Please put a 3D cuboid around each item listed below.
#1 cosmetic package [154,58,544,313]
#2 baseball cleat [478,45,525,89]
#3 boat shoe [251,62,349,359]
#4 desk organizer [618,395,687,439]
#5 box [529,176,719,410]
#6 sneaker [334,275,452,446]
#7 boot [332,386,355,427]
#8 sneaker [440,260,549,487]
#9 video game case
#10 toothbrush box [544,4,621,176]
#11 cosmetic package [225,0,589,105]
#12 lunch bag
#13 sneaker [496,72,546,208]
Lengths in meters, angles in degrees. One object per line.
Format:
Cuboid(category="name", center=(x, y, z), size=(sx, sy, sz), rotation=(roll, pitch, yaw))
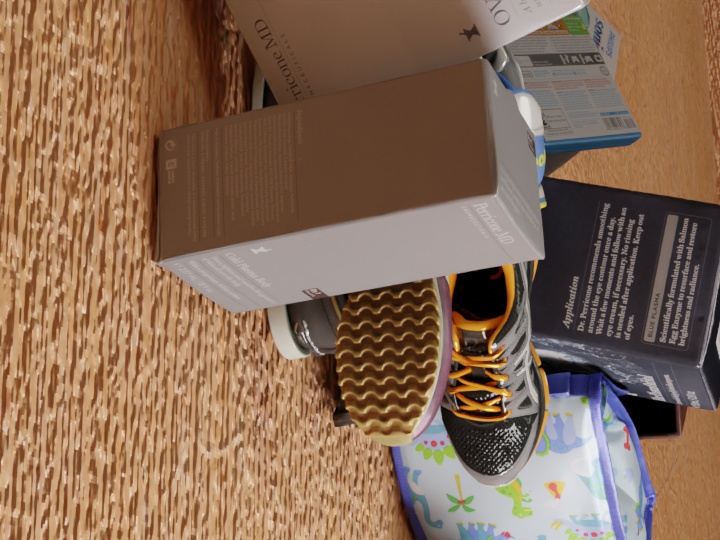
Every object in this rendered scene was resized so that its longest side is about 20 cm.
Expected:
Cuboid(category="cosmetic package", center=(-0.004, -0.043, 0.919), size=(0.107, 0.198, 0.091), rotation=(39, 47, -60))
Cuboid(category="baseball cleat", center=(0.059, -0.164, 1.185), size=(0.200, 0.069, 0.107), rotation=(50, -25, 13))
Cuboid(category="boat shoe", center=(-0.028, -0.047, 1.058), size=(0.072, 0.060, 0.204), rotation=(5, 78, -70))
Cuboid(category="desk organizer", center=(0.166, 0.094, 1.348), size=(0.077, 0.197, 0.073), rotation=(-58, 137, -57))
Cuboid(category="box", center=(0.171, 0.016, 1.211), size=(0.197, 0.197, 0.119), rotation=(41, 61, -70))
Cuboid(category="sneaker", center=(0.030, 0.006, 1.012), size=(0.090, 0.074, 0.203), rotation=(13, 75, -66))
Cuboid(category="boot", center=(0.000, 0.000, 1.132), size=(0.200, 0.068, 0.176), rotation=(-61, 137, -69))
Cuboid(category="sneaker", center=(0.080, 0.050, 1.090), size=(0.077, 0.077, 0.203), rotation=(-43, 131, -68))
Cuboid(category="video game case", center=(0.131, -0.183, 1.268), size=(0.142, 0.018, 0.202), rotation=(-9, 70, -49))
Cuboid(category="toothbrush box", center=(0.113, -0.195, 1.342), size=(0.199, 0.085, 0.147), rotation=(39, 37, -18))
Cuboid(category="cosmetic package", center=(0.014, -0.216, 0.976), size=(0.201, 0.198, 0.123), rotation=(62, 26, -11))
Cuboid(category="lunch bag", center=(0.122, 0.151, 1.245), size=(0.201, 0.168, 0.128), rotation=(64, 29, -42))
Cuboid(category="sneaker", center=(0.061, -0.103, 1.090), size=(0.073, 0.200, 0.083), rotation=(-12, 116, -27))
